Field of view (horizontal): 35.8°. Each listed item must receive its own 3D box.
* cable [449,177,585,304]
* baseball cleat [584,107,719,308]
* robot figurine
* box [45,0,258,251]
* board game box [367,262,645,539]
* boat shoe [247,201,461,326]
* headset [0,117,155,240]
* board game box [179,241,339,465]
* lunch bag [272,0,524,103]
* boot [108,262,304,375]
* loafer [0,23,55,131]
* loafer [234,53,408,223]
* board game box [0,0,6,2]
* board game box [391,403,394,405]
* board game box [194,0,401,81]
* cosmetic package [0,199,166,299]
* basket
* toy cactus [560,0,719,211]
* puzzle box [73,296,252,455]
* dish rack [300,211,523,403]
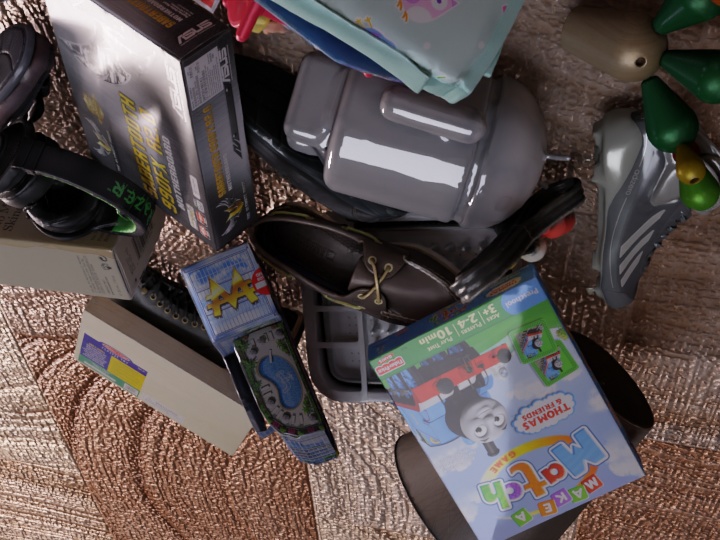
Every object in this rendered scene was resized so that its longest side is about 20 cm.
[{"bbox_3d":[0.123,-0.017,0.806,0.097,0.200,0.050,-31,97,20],"label":"cable"},{"bbox_3d":[0.226,-0.038,0.852,0.106,0.070,0.200,3,142,17],"label":"baseball cleat"},{"bbox_3d":[0.048,-0.097,0.803,0.200,0.113,0.170,16,180,-1],"label":"robot figurine"},{"bbox_3d":[-0.155,-0.128,0.833,0.158,0.048,0.200,35,150,25],"label":"box"},{"bbox_3d":[0.120,0.114,0.910,0.151,0.037,0.200,-28,107,12],"label":"board game box"},{"bbox_3d":[0.000,0.000,0.927,0.200,0.060,0.072,25,106,13],"label":"boat shoe"},{"bbox_3d":[-0.263,-0.059,0.898,0.200,0.094,0.124,14,164,26],"label":"headset"},{"bbox_3d":[-0.088,0.063,0.943,0.062,0.200,0.200,-23,162,-3],"label":"board game box"},{"bbox_3d":[0.012,-0.200,0.613,0.170,0.200,0.122,29,141,-15],"label":"lunch bag"},{"bbox_3d":[-0.166,0.038,1.092,0.200,0.078,0.138,-12,130,30],"label":"boot"},{"bbox_3d":[-0.290,-0.142,0.919,0.063,0.072,0.200,18,154,-34],"label":"loafer"},{"bbox_3d":[-0.050,-0.094,0.881,0.200,0.073,0.072,36,143,-23],"label":"loafer"},{"bbox_3d":[-0.322,-0.262,0.746,0.199,0.043,0.200,-8,122,29],"label":"board game box"},{"bbox_3d":[0.085,0.065,1.059,0.200,0.039,0.158,-18,134,23],"label":"board game box"},{"bbox_3d":[-0.040,-0.160,0.690,0.200,0.158,0.039,38,117,10],"label":"board game box"},{"bbox_3d":[-0.289,-0.043,1.004,0.200,0.104,0.073,6,142,10],"label":"cosmetic package"},{"bbox_3d":[0.154,0.160,1.016,0.200,0.180,0.136,-47,152,22],"label":"basket"},{"bbox_3d":[0.213,-0.140,0.718,0.165,0.102,0.200,26,144,28],"label":"toy cactus"},{"bbox_3d":[-0.194,0.107,1.124,0.200,0.025,0.133,32,149,-2],"label":"puzzle box"},{"bbox_3d":[0.049,0.029,0.971,0.200,0.044,0.172,-1,100,21],"label":"dish rack"}]
